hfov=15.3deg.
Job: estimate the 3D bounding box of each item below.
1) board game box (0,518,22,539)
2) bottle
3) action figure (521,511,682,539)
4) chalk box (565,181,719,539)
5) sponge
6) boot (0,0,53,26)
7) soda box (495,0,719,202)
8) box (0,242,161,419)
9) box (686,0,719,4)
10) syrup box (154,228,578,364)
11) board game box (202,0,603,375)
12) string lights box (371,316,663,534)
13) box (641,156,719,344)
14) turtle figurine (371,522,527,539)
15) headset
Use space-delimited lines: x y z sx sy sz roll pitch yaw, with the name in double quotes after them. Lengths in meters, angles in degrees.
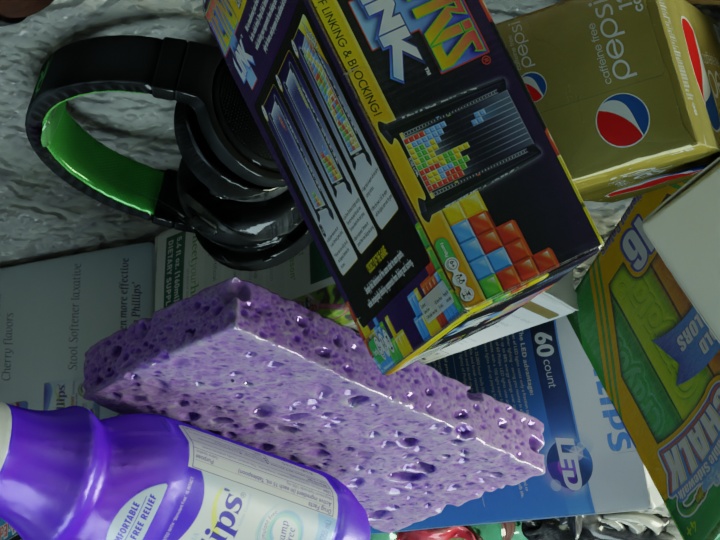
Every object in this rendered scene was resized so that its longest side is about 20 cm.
-0.116 0.154 1.371 0.151 0.047 0.200 13 153 -30 "board game box"
-0.095 0.108 1.223 0.200 0.065 0.084 23 103 -28 "bottle"
0.140 0.102 1.453 0.102 0.119 0.200 6 163 -3 "action figure"
0.196 0.049 1.150 0.124 0.200 0.125 8 128 -31 "chalk box"
-0.020 0.066 1.248 0.200 0.030 0.111 27 144 -36 "sponge"
-0.054 -0.158 0.939 0.200 0.069 0.188 -13 155 -3 "boot"
0.102 -0.065 1.027 0.068 0.064 0.200 -17 176 14 "soda box"
-0.159 0.079 1.387 0.200 0.105 0.184 -9 155 19 "box"
0.114 -0.138 0.978 0.200 0.021 0.163 0 162 -15 "box"
0.000 0.000 1.247 0.200 0.079 0.081 -21 149 38 "syrup box"
0.008 -0.056 0.953 0.057 0.165 0.200 -24 176 -10 "board game box"
0.062 0.073 1.344 0.200 0.103 0.059 -8 -175 34 "string lights box"
0.200 -0.029 1.067 0.068 0.082 0.200 -39 170 38 "box"
0.033 0.146 1.573 0.150 0.101 0.200 -12 160 22 "turtle figurine"
-0.046 -0.037 1.137 0.200 0.094 0.124 11 154 2 "headset"
